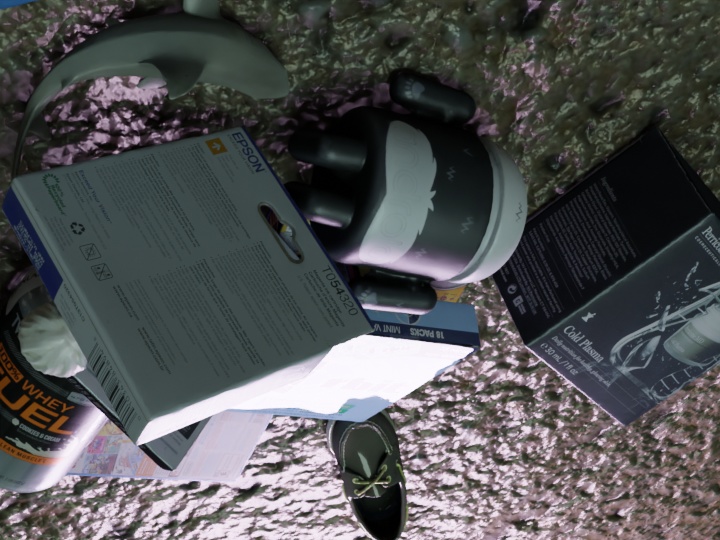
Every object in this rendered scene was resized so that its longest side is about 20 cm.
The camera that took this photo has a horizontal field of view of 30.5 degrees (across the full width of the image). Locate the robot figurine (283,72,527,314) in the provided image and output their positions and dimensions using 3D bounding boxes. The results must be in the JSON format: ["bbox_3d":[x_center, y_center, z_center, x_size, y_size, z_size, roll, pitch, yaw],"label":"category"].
[{"bbox_3d":[0.036,-0.058,1.039,0.198,0.126,0.151,10,133,-29],"label":"robot figurine"}]

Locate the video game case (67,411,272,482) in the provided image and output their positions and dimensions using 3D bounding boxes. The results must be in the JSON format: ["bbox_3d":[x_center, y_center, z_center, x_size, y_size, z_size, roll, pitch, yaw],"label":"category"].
[{"bbox_3d":[-0.186,0.147,1.247,0.198,0.018,0.144,7,132,-28],"label":"video game case"}]

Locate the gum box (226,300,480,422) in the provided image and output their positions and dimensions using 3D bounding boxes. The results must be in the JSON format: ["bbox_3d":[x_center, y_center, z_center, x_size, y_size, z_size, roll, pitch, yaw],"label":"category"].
[{"bbox_3d":[-0.020,0.078,1.167,0.168,0.045,0.200,8,152,-30],"label":"gum box"}]

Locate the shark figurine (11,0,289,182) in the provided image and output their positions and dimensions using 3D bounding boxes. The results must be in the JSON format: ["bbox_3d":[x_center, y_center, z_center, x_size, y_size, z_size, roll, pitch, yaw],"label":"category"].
[{"bbox_3d":[-0.154,-0.133,0.915,0.212,0.090,0.129,-16,137,-7],"label":"shark figurine"}]

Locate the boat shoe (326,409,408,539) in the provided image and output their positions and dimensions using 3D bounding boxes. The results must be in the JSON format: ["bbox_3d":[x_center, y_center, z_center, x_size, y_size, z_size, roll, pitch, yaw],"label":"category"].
[{"bbox_3d":[0.013,0.208,1.356,0.071,0.061,0.203,-17,138,-3],"label":"boat shoe"}]

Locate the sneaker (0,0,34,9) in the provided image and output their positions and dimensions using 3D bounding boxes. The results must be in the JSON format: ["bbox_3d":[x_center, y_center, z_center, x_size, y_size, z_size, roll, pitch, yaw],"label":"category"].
[{"bbox_3d":[-0.172,-0.209,0.834,0.198,0.079,0.066,-23,141,5],"label":"sneaker"}]

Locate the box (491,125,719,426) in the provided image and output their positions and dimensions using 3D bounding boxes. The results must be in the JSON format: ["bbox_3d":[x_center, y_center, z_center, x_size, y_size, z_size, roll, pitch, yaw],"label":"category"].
[{"bbox_3d":[0.253,0.011,1.199,0.196,0.125,0.199,-38,135,17],"label":"box"}]

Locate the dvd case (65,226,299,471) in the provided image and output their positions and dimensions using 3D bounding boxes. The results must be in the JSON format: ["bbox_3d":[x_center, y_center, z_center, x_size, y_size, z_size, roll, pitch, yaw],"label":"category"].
[{"bbox_3d":[-0.138,0.026,1.007,0.025,0.201,0.151,0,139,50],"label":"dvd case"}]

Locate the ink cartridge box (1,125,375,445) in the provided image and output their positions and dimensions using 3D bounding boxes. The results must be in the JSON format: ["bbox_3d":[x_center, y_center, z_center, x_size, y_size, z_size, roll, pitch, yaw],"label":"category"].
[{"bbox_3d":[-0.117,0.001,0.921,0.198,0.197,0.043,-17,156,-40],"label":"ink cartridge box"}]

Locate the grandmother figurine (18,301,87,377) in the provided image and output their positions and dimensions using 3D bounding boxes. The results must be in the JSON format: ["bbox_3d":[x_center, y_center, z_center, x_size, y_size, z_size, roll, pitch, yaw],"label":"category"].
[{"bbox_3d":[-0.149,0.032,0.948,0.198,0.122,0.061,-15,161,-36],"label":"grandmother figurine"}]

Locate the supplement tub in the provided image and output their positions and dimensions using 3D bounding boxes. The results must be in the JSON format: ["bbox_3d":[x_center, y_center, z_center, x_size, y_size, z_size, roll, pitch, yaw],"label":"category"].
[{"bbox_3d":[-0.245,0.075,1.068,0.121,0.123,0.200,18,125,-35],"label":"supplement tub"}]

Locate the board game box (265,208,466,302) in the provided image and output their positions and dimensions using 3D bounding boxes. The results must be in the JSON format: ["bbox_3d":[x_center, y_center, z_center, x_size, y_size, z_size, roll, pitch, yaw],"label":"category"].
[{"bbox_3d":[0.000,0.000,1.152,0.198,0.035,0.136,6,132,-27],"label":"board game box"}]
